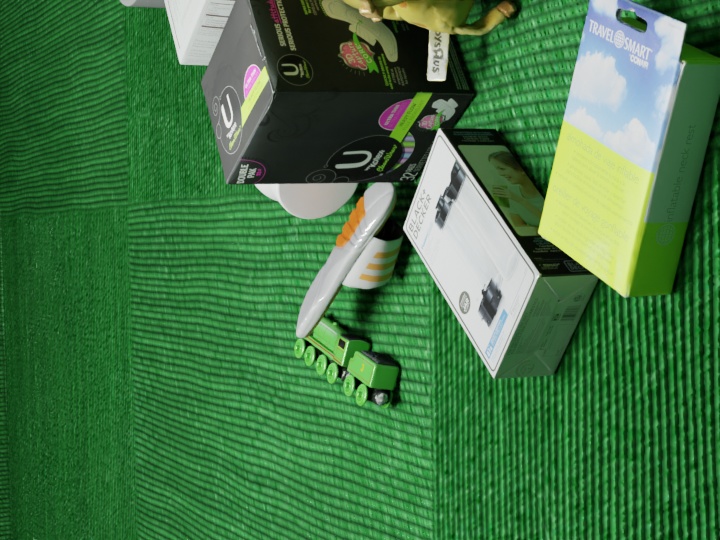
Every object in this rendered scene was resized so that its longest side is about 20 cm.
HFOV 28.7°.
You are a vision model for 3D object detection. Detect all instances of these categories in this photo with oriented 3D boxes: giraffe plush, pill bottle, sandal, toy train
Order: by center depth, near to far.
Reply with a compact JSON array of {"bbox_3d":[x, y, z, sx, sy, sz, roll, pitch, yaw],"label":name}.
[{"bbox_3d":[0.026,-0.266,1.168,0.172,0.162,0.200,-14,83,25],"label":"giraffe plush"},{"bbox_3d":[0.000,-0.005,1.425,0.207,0.059,0.079,-57,16,35],"label":"sandal"},{"bbox_3d":[-0.017,0.092,1.495,0.200,0.042,0.056,31,110,60],"label":"toy train"},{"bbox_3d":[-0.080,-0.143,1.517,0.200,0.116,0.116,-128,43,-51],"label":"pill bottle"}]

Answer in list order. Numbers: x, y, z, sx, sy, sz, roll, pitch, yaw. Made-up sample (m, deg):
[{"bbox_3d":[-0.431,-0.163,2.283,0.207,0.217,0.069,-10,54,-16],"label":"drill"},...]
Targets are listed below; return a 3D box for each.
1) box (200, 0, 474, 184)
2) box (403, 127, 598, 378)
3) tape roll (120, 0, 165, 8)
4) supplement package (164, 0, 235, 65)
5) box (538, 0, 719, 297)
[{"bbox_3d":[-0.026,-0.168,1.305,0.149,0.200,0.124,-55,44,51],"label":"box"},{"bbox_3d":[0.113,-0.018,1.190,0.200,0.060,0.117,-118,36,-42],"label":"box"},{"bbox_3d":[-0.299,-0.475,2.002,0.200,0.066,0.200,9,100,63],"label":"tape roll"},{"bbox_3d":[-0.145,-0.343,1.641,0.200,0.109,0.114,125,136,-52],"label":"supplement package"},{"bbox_3d":[0.196,-0.096,1.026,0.122,0.048,0.200,44,130,54],"label":"box"}]
